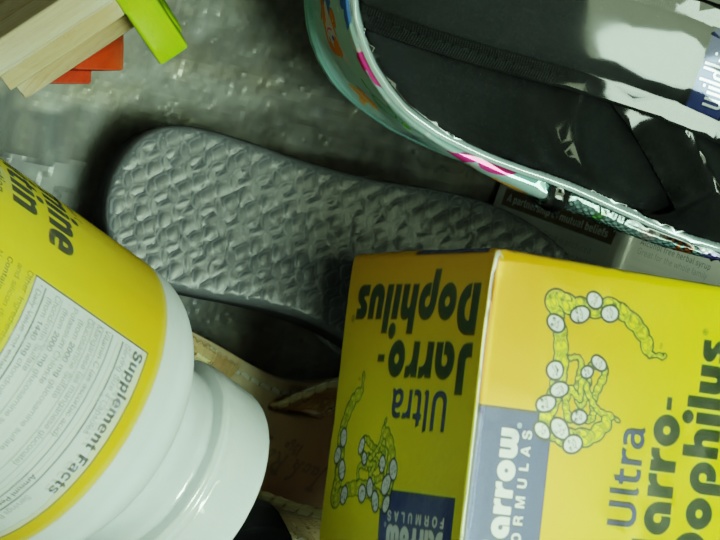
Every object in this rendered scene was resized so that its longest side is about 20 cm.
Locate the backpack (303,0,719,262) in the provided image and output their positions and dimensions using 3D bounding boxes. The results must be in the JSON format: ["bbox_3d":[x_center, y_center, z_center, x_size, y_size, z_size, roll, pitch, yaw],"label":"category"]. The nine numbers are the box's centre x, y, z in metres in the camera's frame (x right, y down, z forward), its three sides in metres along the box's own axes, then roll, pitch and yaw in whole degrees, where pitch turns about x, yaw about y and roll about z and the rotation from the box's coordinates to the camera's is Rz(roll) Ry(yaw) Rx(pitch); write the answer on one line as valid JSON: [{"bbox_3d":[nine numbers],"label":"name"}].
[{"bbox_3d":[0.082,-0.107,0.988,0.199,0.150,0.179,16,93,-18],"label":"backpack"}]

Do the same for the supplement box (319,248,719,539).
[{"bbox_3d":[0.101,0.060,0.989,0.199,0.109,0.110,9,85,-25],"label":"supplement box"}]

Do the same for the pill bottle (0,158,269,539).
[{"bbox_3d":[-0.125,0.025,0.935,0.200,0.112,0.112,37,80,-34],"label":"pill bottle"}]

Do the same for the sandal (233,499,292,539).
[{"bbox_3d":[-0.100,0.158,1.030,0.200,0.043,0.076,-37,148,-16],"label":"sandal"}]

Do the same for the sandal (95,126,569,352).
[{"bbox_3d":[0.000,-0.001,1.044,0.199,0.043,0.077,25,82,-14],"label":"sandal"}]

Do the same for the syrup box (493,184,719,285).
[{"bbox_3d":[0.114,-0.040,1.123,0.078,0.081,0.201,18,93,-40],"label":"syrup box"}]

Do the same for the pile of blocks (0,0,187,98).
[{"bbox_3d":[-0.049,-0.121,0.976,0.200,0.082,0.062,-47,126,-17],"label":"pile of blocks"}]

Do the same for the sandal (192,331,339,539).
[{"bbox_3d":[-0.012,0.073,1.069,0.211,0.069,0.078,23,89,-39],"label":"sandal"}]
